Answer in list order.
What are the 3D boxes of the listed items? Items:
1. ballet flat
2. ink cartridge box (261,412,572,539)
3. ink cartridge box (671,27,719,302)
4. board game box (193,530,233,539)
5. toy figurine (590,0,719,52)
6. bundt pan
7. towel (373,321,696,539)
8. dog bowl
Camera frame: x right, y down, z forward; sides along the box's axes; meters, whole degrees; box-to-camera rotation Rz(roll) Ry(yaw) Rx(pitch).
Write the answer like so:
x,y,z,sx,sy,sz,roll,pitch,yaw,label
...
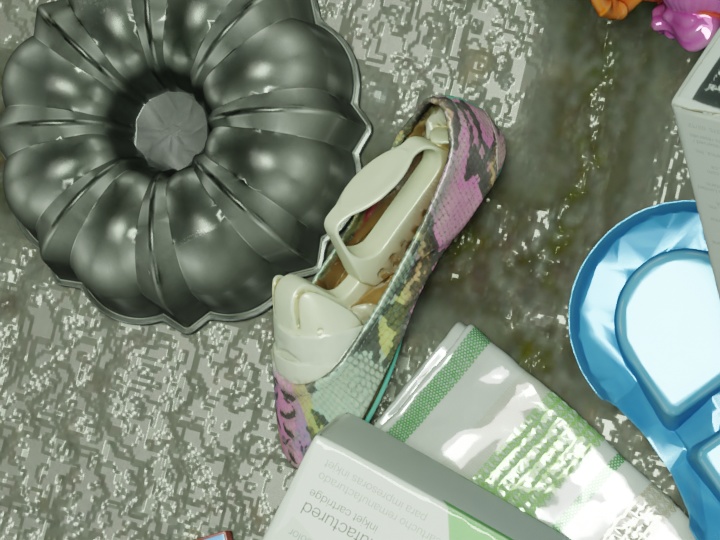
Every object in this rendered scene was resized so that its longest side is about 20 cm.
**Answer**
x,y,z,sx,sy,sz,roll,pitch,yaw,label
0.000,0.000,1.096,0.069,0.071,0.201,30,90,45,ballet flat
0.002,0.192,1.045,0.144,0.087,0.201,29,98,5,ink cartridge box
0.212,-0.081,0.975,0.043,0.201,0.199,23,66,28,ink cartridge box
-0.087,0.243,1.118,0.102,0.019,0.202,-17,82,9,board game box
0.141,-0.173,1.027,0.184,0.149,0.201,47,116,37,toy figurine
-0.097,-0.071,1.122,0.200,0.076,0.204,-1,85,10,bundt pan
0.077,0.143,1.093,0.200,0.031,0.149,41,93,11,towel
0.183,0.062,1.072,0.111,0.050,0.201,-35,79,5,dog bowl
